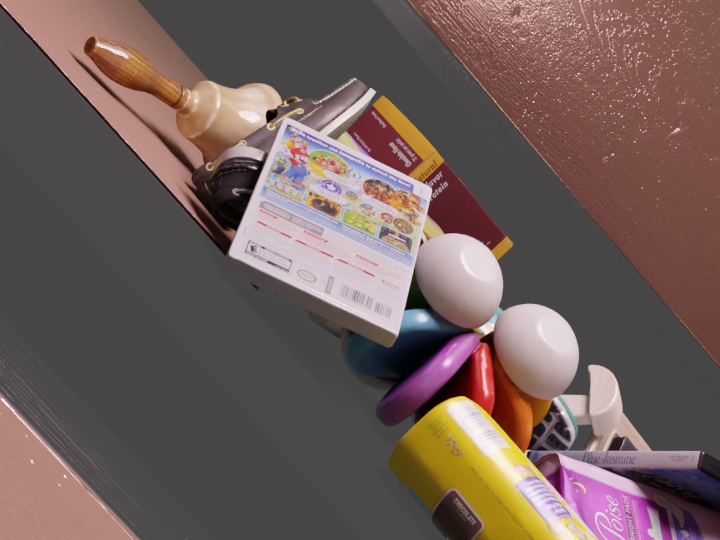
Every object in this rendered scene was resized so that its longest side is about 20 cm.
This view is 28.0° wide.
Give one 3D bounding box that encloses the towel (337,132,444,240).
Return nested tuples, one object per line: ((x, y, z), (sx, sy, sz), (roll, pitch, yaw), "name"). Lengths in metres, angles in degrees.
((0.028, -0.076, 1.453), (0.200, 0.023, 0.144), (44, 8, -20), "towel")

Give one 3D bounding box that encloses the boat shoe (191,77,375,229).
((-0.066, -0.121, 1.307), (0.061, 0.201, 0.072), (46, -29, 2), "boat shoe")

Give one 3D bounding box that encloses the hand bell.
((-0.173, -0.160, 1.318), (0.199, 0.104, 0.104), (26, 19, -46), "hand bell")

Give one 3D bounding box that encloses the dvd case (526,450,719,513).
((0.257, 0.187, 1.244), (0.142, 0.018, 0.199), (29, -23, -32), "dvd case")

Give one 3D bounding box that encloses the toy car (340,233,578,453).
((0.069, 0.085, 1.209), (0.200, 0.175, 0.150), (42, 43, -8), "toy car")

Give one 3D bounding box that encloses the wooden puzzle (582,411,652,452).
((0.255, 0.252, 1.383), (0.037, 0.186, 0.201), (-5, -48, 45), "wooden puzzle")

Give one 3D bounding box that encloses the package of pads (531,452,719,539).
((0.221, 0.234, 1.172), (0.198, 0.076, 0.121), (22, 39, -21), "package of pads")

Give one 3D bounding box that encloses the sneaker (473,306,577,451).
((0.136, 0.080, 1.327), (0.079, 0.078, 0.201), (-19, 63, -42), "sneaker")

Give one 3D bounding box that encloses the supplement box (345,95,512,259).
((0.034, -0.051, 1.696), (0.200, 0.197, 0.133), (44, 5, -44), "supplement box")

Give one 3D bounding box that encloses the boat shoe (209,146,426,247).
((-0.035, -0.038, 1.216), (0.198, 0.074, 0.061), (26, 44, -20), "boat shoe")

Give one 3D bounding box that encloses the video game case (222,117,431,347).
((-0.021, -0.035, 1.152), (0.142, 0.018, 0.201), (25, 38, -7), "video game case")

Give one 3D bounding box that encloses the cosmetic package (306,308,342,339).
((0.000, 0.000, 1.390), (0.087, 0.104, 0.200), (33, 9, -16), "cosmetic package")

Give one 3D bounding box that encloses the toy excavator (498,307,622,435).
((0.134, 0.106, 1.405), (0.100, 0.192, 0.201), (68, -3, -47), "toy excavator")

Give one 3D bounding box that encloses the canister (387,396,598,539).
((0.118, 0.193, 1.021), (0.200, 0.086, 0.148), (49, 3, 26), "canister")
